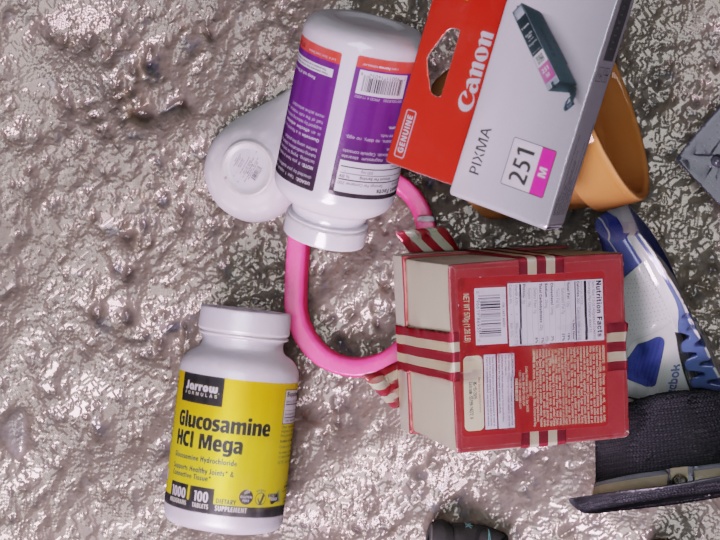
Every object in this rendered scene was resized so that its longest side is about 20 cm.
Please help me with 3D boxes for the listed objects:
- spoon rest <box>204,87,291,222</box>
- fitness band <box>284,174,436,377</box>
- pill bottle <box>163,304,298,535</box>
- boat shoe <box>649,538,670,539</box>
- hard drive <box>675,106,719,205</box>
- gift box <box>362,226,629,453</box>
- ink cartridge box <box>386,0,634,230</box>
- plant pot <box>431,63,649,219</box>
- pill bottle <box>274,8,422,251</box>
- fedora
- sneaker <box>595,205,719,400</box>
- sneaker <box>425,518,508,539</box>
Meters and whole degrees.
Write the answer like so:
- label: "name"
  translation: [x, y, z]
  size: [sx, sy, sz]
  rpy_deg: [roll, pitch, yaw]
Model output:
- label: "spoon rest"
  translation: [-0.073, -0.136, 1.446]
  size: [0.099, 0.061, 0.200]
  rpy_deg: [37, 107, 7]
- label: "fitness band"
  translation: [0.000, 0.000, 1.438]
  size: [0.143, 0.037, 0.201]
  rpy_deg: [3, 89, 7]
- label: "pill bottle"
  translation: [-0.117, 0.135, 1.412]
  size: [0.112, 0.112, 0.201]
  rpy_deg: [6, 90, 7]
- label: "boat shoe"
  translation: [0.289, 0.342, 1.387]
  size: [0.073, 0.076, 0.201]
  rpy_deg: [-6, 97, 1]
- label: "hard drive"
  translation: [0.399, -0.127, 1.389]
  size: [0.200, 0.042, 0.135]
  rpy_deg: [-44, 85, 4]
- label: "gift box"
  translation: [0.112, 0.056, 1.339]
  size: [0.199, 0.187, 0.186]
  rpy_deg: [1, 92, -14]
- label: "ink cartridge box"
  translation: [0.112, -0.155, 1.245]
  size: [0.173, 0.043, 0.201]
  rpy_deg: [22, 103, 25]
- label: "plant pot"
  translation: [0.153, -0.134, 1.355]
  size: [0.140, 0.200, 0.201]
  rpy_deg: [-20, 87, 23]
- label: "pill bottle"
  translation: [-0.013, -0.124, 1.359]
  size: [0.112, 0.112, 0.201]
  rpy_deg: [15, 109, 7]
- label: "fedora"
  translation: [0.277, 0.156, 1.337]
  size: [0.199, 0.201, 0.092]
  rpy_deg: [-8, 77, 7]
- label: "sneaker"
  translation: [0.240, 0.052, 1.368]
  size: [0.115, 0.081, 0.200]
  rpy_deg: [-26, 113, 13]
- label: "sneaker"
  translation: [0.101, 0.325, 1.387]
  size: [0.079, 0.075, 0.201]
  rpy_deg: [2, 70, -8]
